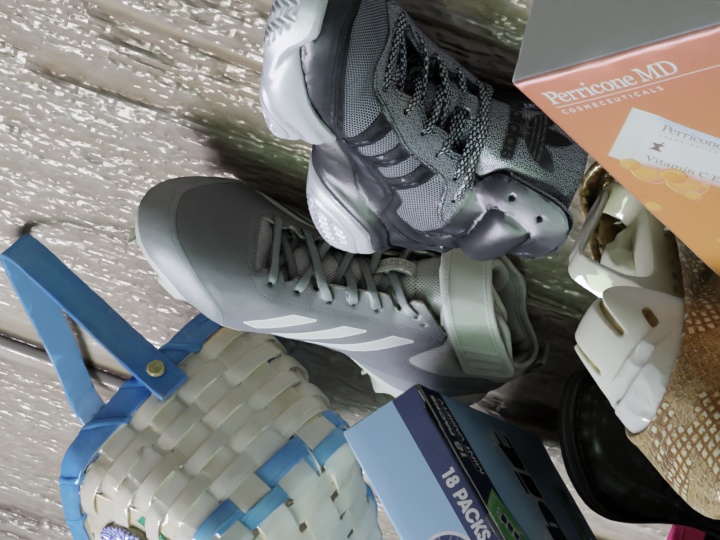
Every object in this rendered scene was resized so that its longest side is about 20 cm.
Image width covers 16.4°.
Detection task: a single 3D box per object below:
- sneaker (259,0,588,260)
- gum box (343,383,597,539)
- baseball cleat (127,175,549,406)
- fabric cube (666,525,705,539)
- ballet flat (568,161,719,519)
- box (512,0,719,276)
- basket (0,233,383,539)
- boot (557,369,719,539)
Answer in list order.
[{"bbox_3d":[0.031,-0.064,0.948,0.113,0.076,0.200,9,156,13],"label":"sneaker"},{"bbox_3d":[0.079,0.146,1.133,0.044,0.170,0.200,-32,162,10],"label":"gum box"},{"bbox_3d":[0.000,0.000,1.094,0.199,0.070,0.106,25,146,-36],"label":"baseball cleat"},{"bbox_3d":[0.231,0.276,1.307,0.198,0.197,0.200,13,151,6],"label":"fabric cube"},{"bbox_3d":[0.109,0.019,0.931,0.065,0.200,0.071,18,118,-11],"label":"ballet flat"},{"bbox_3d":[0.167,-0.060,0.853,0.124,0.098,0.200,-13,140,42],"label":"box"},{"bbox_3d":[-0.091,0.082,1.216,0.200,0.139,0.177,42,164,31],"label":"basket"},{"bbox_3d":[0.206,0.081,1.122,0.199,0.070,0.174,26,151,-38],"label":"boot"}]
